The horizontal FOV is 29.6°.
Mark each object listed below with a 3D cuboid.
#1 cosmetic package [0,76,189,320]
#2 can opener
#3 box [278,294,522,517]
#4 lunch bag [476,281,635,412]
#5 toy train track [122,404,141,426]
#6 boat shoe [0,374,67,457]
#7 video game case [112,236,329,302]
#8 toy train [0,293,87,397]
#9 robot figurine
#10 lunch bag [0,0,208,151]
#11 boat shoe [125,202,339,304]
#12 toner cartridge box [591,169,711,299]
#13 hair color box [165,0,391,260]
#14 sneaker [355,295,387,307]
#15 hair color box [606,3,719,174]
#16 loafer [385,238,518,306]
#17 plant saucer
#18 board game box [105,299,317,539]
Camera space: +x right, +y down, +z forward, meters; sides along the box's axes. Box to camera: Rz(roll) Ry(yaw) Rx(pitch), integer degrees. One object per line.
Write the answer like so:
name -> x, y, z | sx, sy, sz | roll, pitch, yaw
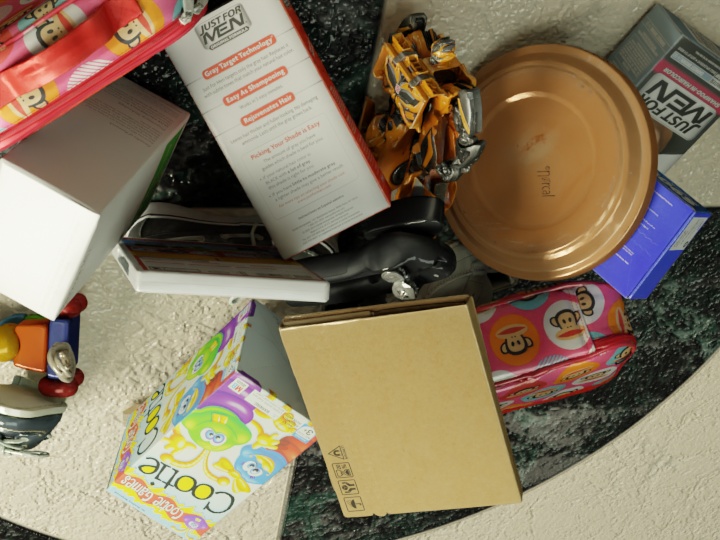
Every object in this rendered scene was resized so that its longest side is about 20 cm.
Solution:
cosmetic package -> -0.215, -0.064, 1.045 | 0.085, 0.200, 0.108 | 29, 121, -3
can opener -> 0.000, 0.000, 1.140 | 0.200, 0.079, 0.063 | -21, 129, 43
box -> 0.036, 0.117, 1.130 | 0.163, 0.021, 0.200 | -8, 117, 18
lunch bag -> 0.137, 0.081, 1.229 | 0.200, 0.082, 0.176 | -15, 164, -5
toy train track -> -0.135, 0.134, 1.353 | 0.199, 0.033, 0.115 | -2, 160, -7
boat shoe -> -0.303, 0.132, 1.202 | 0.075, 0.200, 0.062 | 21, 87, -10
video game case -> -0.116, -0.003, 1.074 | 0.143, 0.200, 0.017 | 3, 98, -16
toy train -> -0.296, 0.064, 1.152 | 0.115, 0.200, 0.085 | 2, 92, -7
robot figurine -> 0.043, -0.112, 1.131 | 0.058, 0.145, 0.200 | -16, 144, -24
lunch bag -> -0.205, -0.169, 0.967 | 0.200, 0.176, 0.082 | -32, 113, 2
boat shoe -> -0.109, -0.013, 1.215 | 0.199, 0.068, 0.074 | 13, 124, -26
toner cartridge box -> 0.192, -0.074, 1.167 | 0.095, 0.200, 0.043 | -55, 153, 19
hair color box -> -0.064, -0.121, 1.084 | 0.101, 0.061, 0.200 | -26, 104, 9
sneaker -> 0.026, 0.083, 1.333 | 0.200, 0.084, 0.121 | -34, 124, 15
hair color box -> 0.241, -0.130, 1.229 | 0.099, 0.061, 0.200 | 25, 119, -32
loafer -> 0.090, 0.009, 1.225 | 0.070, 0.070, 0.200 | -39, 173, 34
plant saucer -> 0.150, -0.091, 1.148 | 0.200, 0.200, 0.032 | -48, 157, 23
board game box -> -0.126, 0.140, 1.245 | 0.105, 0.103, 0.200 | 36, 122, -20
